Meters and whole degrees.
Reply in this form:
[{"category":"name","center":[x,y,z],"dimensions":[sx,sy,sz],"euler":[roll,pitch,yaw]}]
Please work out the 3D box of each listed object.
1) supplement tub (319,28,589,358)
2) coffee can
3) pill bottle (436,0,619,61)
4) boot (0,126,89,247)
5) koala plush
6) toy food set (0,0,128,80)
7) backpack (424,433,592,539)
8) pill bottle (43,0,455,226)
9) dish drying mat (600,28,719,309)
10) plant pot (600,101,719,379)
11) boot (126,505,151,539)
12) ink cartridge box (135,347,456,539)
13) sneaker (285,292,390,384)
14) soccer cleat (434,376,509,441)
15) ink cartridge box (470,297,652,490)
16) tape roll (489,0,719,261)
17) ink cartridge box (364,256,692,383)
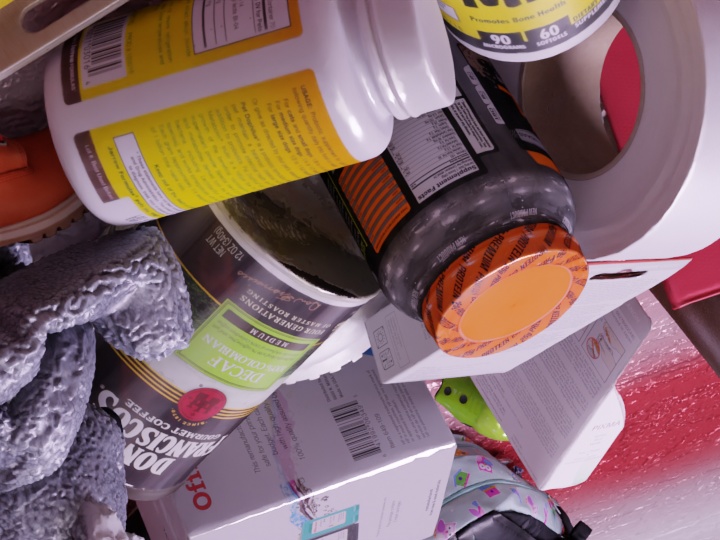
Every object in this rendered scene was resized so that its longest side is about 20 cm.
[{"category":"supplement tub","center":[0.044,-0.056,1.071],"dimensions":[0.122,0.200,0.123],"euler":[-20,150,-13]},{"category":"coffee can","center":[-0.102,0.023,1.126],"dimensions":[0.146,0.147,0.200],"euler":[13,130,-49]},{"category":"pill bottle","center":[0.067,-0.204,0.954],"dimensions":[0.114,0.114,0.200],"euler":[-30,149,4]},{"category":"boot","center":[-0.212,-0.058,0.985],"dimensions":[0.075,0.107,0.200],"euler":[-3,-160,41]},{"category":"koala plush","center":[-0.190,0.097,1.016],"dimensions":[0.184,0.177,0.200],"euler":[-40,126,-44]},{"category":"toy food set","center":[-0.179,-0.167,0.862],"dimensions":[0.143,0.060,0.200],"euler":[-31,149,5]},{"category":"backpack","center":[0.090,0.230,1.616],"dimensions":[0.167,0.127,0.200],"euler":[-43,147,3]},{"category":"pill bottle","center":[-0.056,-0.098,0.969],"dimensions":[0.200,0.109,0.109],"euler":[-14,152,14]},{"category":"dish drying mat","center":[0.200,-0.081,1.180],"dimensions":[0.077,0.200,0.018],"euler":[-17,176,-10]},{"category":"plant pot","center":[0.271,-0.032,1.284],"dimensions":[0.200,0.198,0.200],"euler":[-24,152,-13]},{"category":"boot","center":[-0.182,0.216,1.415],"dimensions":[0.158,0.080,0.211],"euler":[-35,160,24]},{"category":"ink cartridge box","center":[-0.058,0.131,1.325],"dimensions":[0.200,0.147,0.146],"euler":[-17,149,-17]},{"category":"sneaker","center":[0.000,0.000,1.260],"dimensions":[0.200,0.076,0.081],"euler":[-34,143,-5]},{"category":"soccer cleat","center":[0.117,0.101,1.508],"dimensions":[0.068,0.081,0.200],"euler":[-66,163,5]},{"category":"ink cartridge box","center":[0.144,0.038,1.334],"dimensions":[0.050,0.161,0.200],"euler":[-9,144,-33]},{"category":"tape roll","center":[0.152,-0.105,1.085],"dimensions":[0.071,0.203,0.203],"euler":[-3,142,-37]},{"category":"ink cartridge box","center":[0.104,0.014,1.185],"dimensions":[0.109,0.050,0.200],"euler":[-3,158,-37]}]
